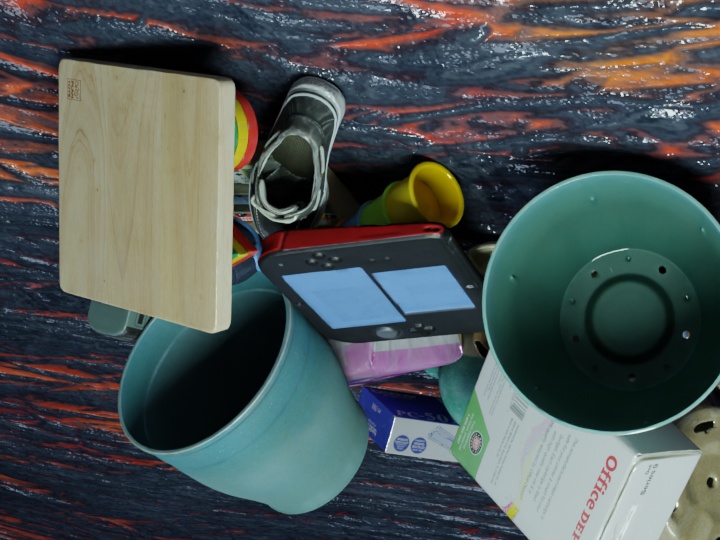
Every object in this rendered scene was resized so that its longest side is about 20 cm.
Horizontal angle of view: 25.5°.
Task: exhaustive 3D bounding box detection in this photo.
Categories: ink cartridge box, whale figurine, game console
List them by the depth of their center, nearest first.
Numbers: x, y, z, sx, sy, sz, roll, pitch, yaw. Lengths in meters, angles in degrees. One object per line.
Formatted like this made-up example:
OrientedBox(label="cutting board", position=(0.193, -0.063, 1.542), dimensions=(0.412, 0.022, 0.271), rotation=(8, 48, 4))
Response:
OrientedBox(label="game console", position=(0.020, 0.015, 1.382), dimensions=(0.175, 0.031, 0.200), rotation=(-2, 156, 22))
OrientedBox(label="ink cartridge box", position=(0.184, 0.160, 1.402), dimensions=(0.087, 0.146, 0.200), rotation=(0, -149, -35))
OrientedBox(label="whale figurine", position=(0.134, 0.130, 1.658), dimensions=(0.158, 0.105, 0.200), rotation=(18, 165, -5))
OrientedBox(label="ink cartridge box", position=(0.101, 0.173, 1.719), dimensions=(0.198, 0.045, 0.094), rotation=(10, -168, -25))

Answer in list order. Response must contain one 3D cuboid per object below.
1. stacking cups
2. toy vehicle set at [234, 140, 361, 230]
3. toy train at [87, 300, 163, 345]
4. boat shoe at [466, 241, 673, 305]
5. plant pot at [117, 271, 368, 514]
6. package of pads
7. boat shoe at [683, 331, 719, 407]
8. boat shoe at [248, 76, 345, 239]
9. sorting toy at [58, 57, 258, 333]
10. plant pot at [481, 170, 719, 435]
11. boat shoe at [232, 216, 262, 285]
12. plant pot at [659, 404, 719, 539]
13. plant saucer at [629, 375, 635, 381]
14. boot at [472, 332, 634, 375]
OrientedBox(label="stacking cups", position=(0.005, -0.034, 1.400), dimensions=(0.060, 0.061, 0.199), rotation=(29, 146, -28))
OrientedBox(label="toy vehicle set", position=(-0.108, -0.076, 1.463), dimensions=(0.198, 0.027, 0.124), rotation=(2, 153, 31))
OrientedBox(label="toy train", position=(-0.186, 0.025, 1.589), dimensions=(0.085, 0.115, 0.199), rotation=(12, 175, 38))
OrientedBox(label="boat shoe", position=(0.188, 0.012, 1.407), dimensions=(0.198, 0.072, 0.063), rotation=(10, 154, 28))
OrientedBox(label="plant pot", position=(-0.093, 0.129, 1.503), dimensions=(0.199, 0.201, 0.188), rotation=(-4, 144, 40))
OrientedBox(label="package of pads", position=(0.004, 0.075, 1.623), dimensions=(0.120, 0.076, 0.199), rotation=(-2, 171, -33))
OrientedBox(label="boat shoe", position=(0.333, 0.076, 1.457), dimensions=(0.072, 0.073, 0.200), rotation=(0, 162, 24))
OrientedBox(label="boat shoe", position=(-0.064, -0.075, 1.324), dimensions=(0.072, 0.071, 0.201), rotation=(23, 143, 6))
OrientedBox(label="sorting toy", position=(-0.163, -0.069, 1.327), dimensions=(0.198, 0.202, 0.069), rotation=(13, -164, 40))
OrientedBox(label="plant pot", position=(0.209, 0.032, 1.282), dimensions=(0.199, 0.203, 0.161), rotation=(10, 177, 15))
OrientedBox(label="boat shoe", position=(-0.176, -0.034, 1.435), dimensions=(0.199, 0.069, 0.085), rotation=(12, 128, 43))
OrientedBox(label="plant pot", position=(0.276, 0.194, 1.486), dimensions=(0.199, 0.202, 0.183), rotation=(26, 163, -22))
OrientedBox(label="plant saucer", position=(0.302, 0.205, 1.640), dimensions=(0.198, 0.202, 0.029), rotation=(6, -172, 25))
OrientedBox(label="boot", position=(0.200, 0.078, 1.535), dimensions=(0.198, 0.076, 0.074), rotation=(18, 155, -7))
